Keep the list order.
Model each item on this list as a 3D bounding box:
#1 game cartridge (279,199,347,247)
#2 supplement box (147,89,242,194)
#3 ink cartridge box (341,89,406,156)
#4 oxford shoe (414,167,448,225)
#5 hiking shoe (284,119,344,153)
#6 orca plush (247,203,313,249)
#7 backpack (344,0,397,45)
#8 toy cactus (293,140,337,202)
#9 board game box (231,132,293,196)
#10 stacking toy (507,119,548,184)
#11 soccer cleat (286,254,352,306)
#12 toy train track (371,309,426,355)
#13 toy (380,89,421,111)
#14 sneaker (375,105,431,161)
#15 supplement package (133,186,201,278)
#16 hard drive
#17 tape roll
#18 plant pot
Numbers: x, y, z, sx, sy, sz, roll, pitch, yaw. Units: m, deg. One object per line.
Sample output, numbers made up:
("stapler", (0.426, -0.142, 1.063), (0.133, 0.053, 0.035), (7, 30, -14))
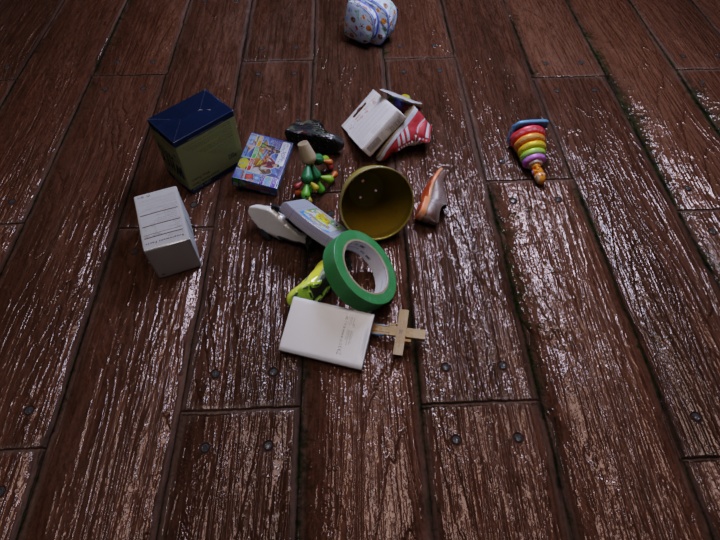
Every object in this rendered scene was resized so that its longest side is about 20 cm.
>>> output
("game cartridge", (-0.110, -0.120, 1.333), (0.200, 0.041, 0.133), (36, 25, 9))
("supplement box", (-0.469, -0.371, 1.475), (0.200, 0.200, 0.134), (-39, 64, -24))
("ink cartridge box", (0.036, -0.465, 1.595), (0.161, 0.050, 0.200), (-45, 39, 12))
("oxford shoe", (0.215, -0.209, 1.453), (0.073, 0.071, 0.200), (27, 61, -5))
("hiking shoe", (-0.135, -0.436, 1.599), (0.199, 0.076, 0.101), (19, 60, 14))
("orca plush", (-0.206, -0.132, 1.387), (0.199, 0.106, 0.071), (14, 24, 14))
("backpack", (0.037, -0.948, 1.904), (0.190, 0.200, 0.154), (24, 62, 9))
("toy cactus", (-0.143, -0.293, 1.453), (0.102, 0.165, 0.200), (8, 47, 31))
("board game box", (-0.291, -0.323, 1.528), (0.135, 0.035, 0.201), (14, 55, -3))
("stacking toy", (0.521, -0.347, 1.534), (0.109, 0.116, 0.201), (-5, 68, -3))
("soccer cleat", (-0.109, 0.025, 1.291), (0.200, 0.065, 0.084), (-39, 33, -19))
("toy train track", (0.056, 0.147, 1.213), (0.199, 0.033, 0.115), (6, 62, 11))
("toy", (0.129, -0.545, 1.646), (0.115, 0.047, 0.200), (23, 24, 7))
("sneaker", (0.141, -0.397, 1.574), (0.112, 0.071, 0.200), (37, 90, -21))
("supplement package", (-0.507, -0.103, 1.335), (0.117, 0.117, 0.200), (-18, 57, -12))
("hard drive", (-0.078, 0.146, 1.190), (0.199, 0.027, 0.132), (12, 75, 8))
("tape roll", (0.000, 0.000, 1.232), (0.200, 0.048, 0.201), (27, 46, -31))
("plant pot", (0.029, -0.200, 1.380), (0.199, 0.201, 0.142), (-12, 27, -8))
